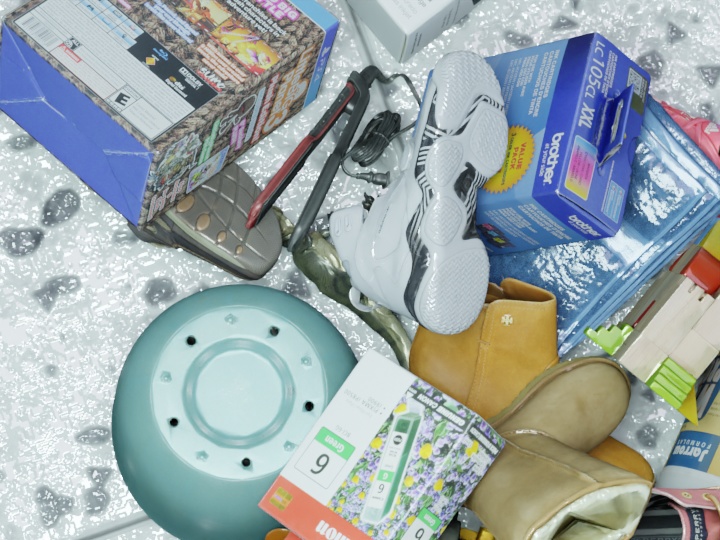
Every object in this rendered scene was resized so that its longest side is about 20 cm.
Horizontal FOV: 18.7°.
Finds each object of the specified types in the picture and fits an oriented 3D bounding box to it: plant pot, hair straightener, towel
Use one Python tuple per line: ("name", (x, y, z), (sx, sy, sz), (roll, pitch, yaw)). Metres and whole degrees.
("plant pot", (-0.087, 0.101, 1.587), (0.200, 0.161, 0.201), (0, 79, -2))
("hair straightener", (-0.008, -0.084, 1.657), (0.077, 0.041, 0.200), (32, 51, 3))
("towel", (0.176, -0.031, 1.643), (0.200, 0.049, 0.112), (-44, 81, 15))

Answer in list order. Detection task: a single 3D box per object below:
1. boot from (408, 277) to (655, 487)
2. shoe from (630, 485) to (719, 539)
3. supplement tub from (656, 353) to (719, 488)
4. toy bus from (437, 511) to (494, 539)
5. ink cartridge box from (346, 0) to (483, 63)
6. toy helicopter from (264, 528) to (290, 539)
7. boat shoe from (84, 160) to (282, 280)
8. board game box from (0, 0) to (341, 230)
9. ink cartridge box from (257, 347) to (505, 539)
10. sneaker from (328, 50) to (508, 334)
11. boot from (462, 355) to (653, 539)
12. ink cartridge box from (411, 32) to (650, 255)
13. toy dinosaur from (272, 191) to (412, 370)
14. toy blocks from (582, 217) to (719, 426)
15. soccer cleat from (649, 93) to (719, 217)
("boot", (0.133, 0.084, 1.611), (0.201, 0.071, 0.144), (15, 119, 6))
("shoe", (0.247, 0.179, 1.479), (0.200, 0.091, 0.072), (-8, 78, 24))
("supplement tub", (0.305, 0.136, 1.602), (0.145, 0.145, 0.200), (25, 78, 3))
("toy bus", (0.078, 0.276, 1.545), (0.136, 0.200, 0.192), (21, 88, 1))
("ink cartridge box", (0.065, -0.284, 1.709), (0.200, 0.084, 0.146), (-39, 83, -9))
("toy helicopter", (-0.040, 0.226, 1.556), (0.079, 0.132, 0.200), (29, 110, -26))
("boat shoe", (-0.142, -0.057, 1.662), (0.200, 0.073, 0.074), (40, 56, 14))
("board game box", (-0.144, -0.156, 1.623), (0.159, 0.097, 0.200), (41, 56, 15))
("ink cartridge box", (-0.005, 0.163, 1.474), (0.109, 0.050, 0.200), (31, 81, 39))
("sneaker", (0.037, -0.058, 1.563), (0.075, 0.115, 0.200), (3, 92, -44))
("boot", (0.148, 0.133, 1.486), (0.175, 0.200, 0.066), (-34, 106, -12))
("ink cartridge box", (0.130, -0.091, 1.608), (0.076, 0.200, 0.137), (33, 62, -39))
("toy dinosaur", (0.000, 0.000, 1.662), (0.200, 0.047, 0.088), (47, 117, 6))
("toy blocks", (0.241, 0.024, 1.567), (0.100, 0.200, 0.137), (39, 92, 0))
("soccer cleat", (0.238, -0.102, 1.676), (0.200, 0.076, 0.067), (37, 43, 2))
